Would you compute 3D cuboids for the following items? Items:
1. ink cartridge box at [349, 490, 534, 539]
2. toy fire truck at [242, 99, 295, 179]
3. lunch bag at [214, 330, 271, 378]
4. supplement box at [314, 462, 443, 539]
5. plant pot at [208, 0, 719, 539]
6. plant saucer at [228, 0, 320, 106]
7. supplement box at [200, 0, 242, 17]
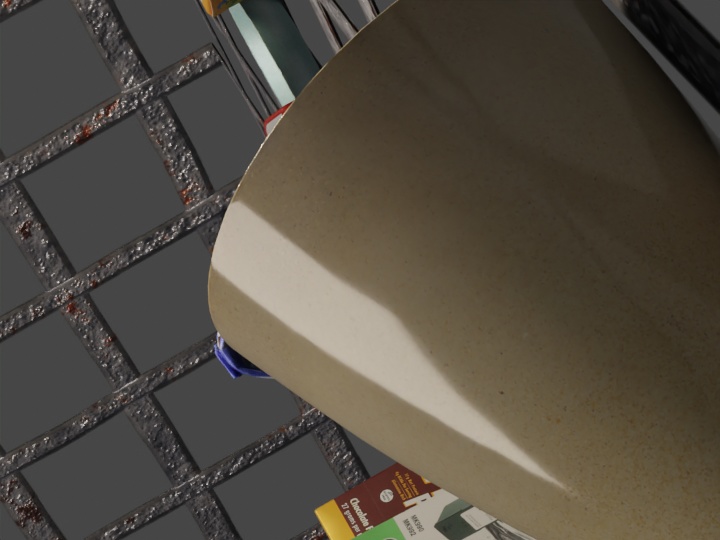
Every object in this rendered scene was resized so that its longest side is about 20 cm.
[{"bbox_3d":[0.106,0.221,1.723,0.146,0.200,0.084,55,171,54],"label":"ink cartridge box"},{"bbox_3d":[0.002,-0.054,1.900,0.200,0.112,0.168,60,153,-2],"label":"toy fire truck"},{"bbox_3d":[0.000,0.000,1.422,0.124,0.200,0.170,60,177,-1],"label":"lunch bag"},{"bbox_3d":[0.094,0.247,2.081,0.133,0.200,0.197,58,176,29],"label":"supplement box"},{"bbox_3d":[0.081,0.021,0.830,0.200,0.187,0.187,43,170,24],"label":"plant pot"},{"bbox_3d":[-0.069,-0.194,2.154,0.201,0.039,0.201,59,177,5],"label":"plant saucer"},{"bbox_3d":[-0.151,-0.324,2.047,0.200,0.066,0.069,59,173,5],"label":"supplement box"}]
